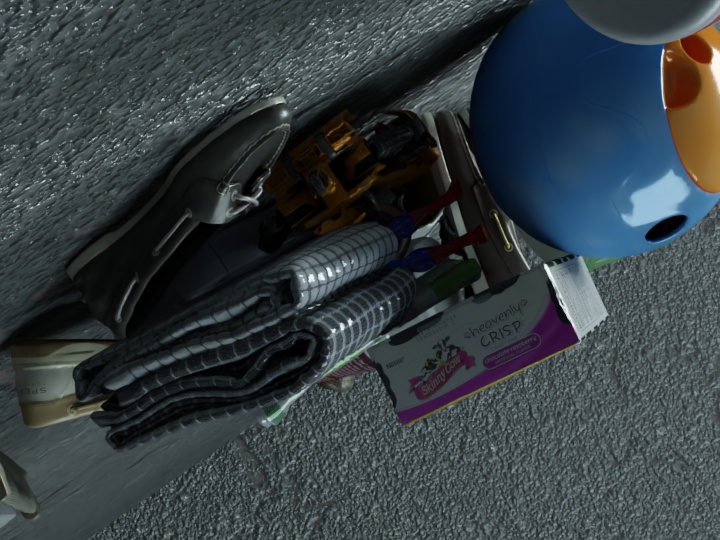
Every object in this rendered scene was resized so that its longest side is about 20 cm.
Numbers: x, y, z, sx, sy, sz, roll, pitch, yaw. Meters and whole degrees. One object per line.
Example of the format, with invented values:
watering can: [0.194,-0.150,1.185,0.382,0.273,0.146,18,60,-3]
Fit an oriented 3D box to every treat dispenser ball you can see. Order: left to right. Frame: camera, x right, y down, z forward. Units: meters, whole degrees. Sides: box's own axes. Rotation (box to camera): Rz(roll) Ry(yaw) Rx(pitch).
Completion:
treat dispenser ball: [0.179,-0.110,1.053,0.200,0.201,0.201,-34,174,-4]

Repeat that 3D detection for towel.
towel: [-0.073,0.048,0.973,0.199,0.086,0.166,-25,-177,27]
towel: [0.004,0.055,1.127,0.200,0.031,0.149,-33,-177,-2]

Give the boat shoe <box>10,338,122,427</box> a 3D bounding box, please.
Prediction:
boat shoe: [-0.176,0.086,1.068,0.073,0.070,0.200,-2,176,38]

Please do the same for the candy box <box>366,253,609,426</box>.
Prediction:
candy box: [0.098,0.045,1.036,0.136,0.061,0.200,-27,175,15]

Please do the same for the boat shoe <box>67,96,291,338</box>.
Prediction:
boat shoe: [-0.101,-0.029,0.883,0.200,0.057,0.067,-38,172,31]

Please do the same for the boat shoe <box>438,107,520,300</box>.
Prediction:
boat shoe: [0.099,-0.039,1.252,0.067,0.201,0.072,-14,-177,0]

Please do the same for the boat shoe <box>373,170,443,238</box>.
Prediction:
boat shoe: [0.044,-0.056,1.346,0.202,0.075,0.086,-41,172,31]

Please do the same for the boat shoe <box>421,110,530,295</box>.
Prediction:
boat shoe: [0.103,-0.041,1.186,0.059,0.201,0.072,-20,-173,3]

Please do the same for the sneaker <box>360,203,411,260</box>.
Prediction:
sneaker: [-0.036,0.018,1.199,0.200,0.071,0.076,-35,177,12]

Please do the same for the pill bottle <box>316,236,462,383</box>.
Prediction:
pill bottle: [-0.017,0.038,1.293,0.199,0.115,0.114,-14,-176,29]

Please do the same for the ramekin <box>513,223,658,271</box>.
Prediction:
ramekin: [0.200,-0.095,1.334,0.097,0.201,0.200,-24,171,-17]

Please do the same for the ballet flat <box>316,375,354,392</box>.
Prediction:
ballet flat: [-0.041,0.060,1.432,0.067,0.046,0.200,-37,-147,3]

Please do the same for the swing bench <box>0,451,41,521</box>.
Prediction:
swing bench: [-0.308,0.148,0.857,0.200,0.130,0.199,-38,174,-14]

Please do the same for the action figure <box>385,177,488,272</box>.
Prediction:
action figure: [0.000,0.000,1.125,0.199,0.066,0.052,-28,-171,11]

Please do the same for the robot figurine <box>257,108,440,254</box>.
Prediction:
robot figurine: [-0.010,-0.070,1.045,0.145,0.058,0.200,-36,174,13]

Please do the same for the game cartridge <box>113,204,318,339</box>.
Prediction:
game cartridge: [-0.097,-0.006,1.173,0.200,0.042,0.133,-29,167,-41]

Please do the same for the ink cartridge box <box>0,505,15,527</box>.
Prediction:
ink cartridge box: [-0.360,0.193,1.082,0.144,0.084,0.200,-33,173,-4]

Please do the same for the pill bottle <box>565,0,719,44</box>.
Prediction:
pill bottle: [0.203,-0.206,0.840,0.120,0.120,0.200,-40,171,40]
